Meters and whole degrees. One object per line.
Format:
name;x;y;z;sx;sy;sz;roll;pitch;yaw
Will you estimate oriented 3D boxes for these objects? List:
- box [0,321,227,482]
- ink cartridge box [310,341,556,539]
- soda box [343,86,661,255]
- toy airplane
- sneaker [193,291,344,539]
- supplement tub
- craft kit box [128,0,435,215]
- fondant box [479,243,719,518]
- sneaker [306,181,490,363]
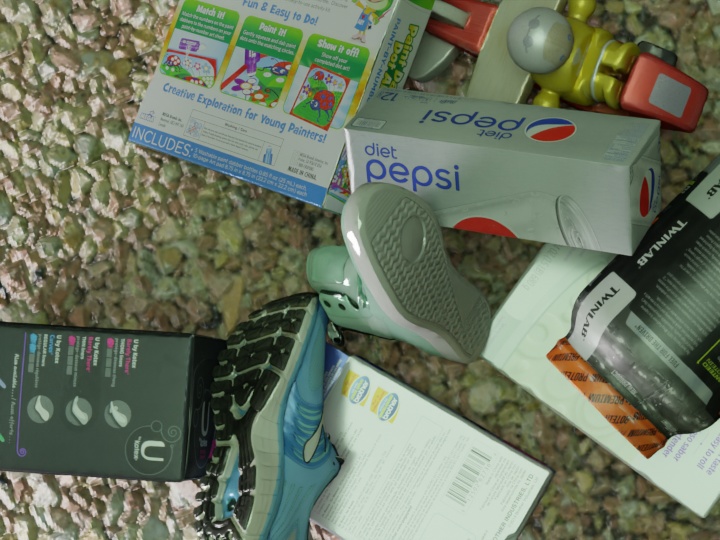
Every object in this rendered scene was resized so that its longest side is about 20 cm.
box;-0.203;0.092;1.431;0.199;0.122;0.106;3;87;10
ink cartridge box;0.025;0.144;1.432;0.200;0.042;0.120;30;92;8
soda box;0.092;-0.066;1.306;0.199;0.063;0.068;10;125;23
toy airplane;0.117;-0.157;1.383;0.199;0.141;0.200;-22;84;8
sneaker;-0.054;0.112;1.398;0.078;0.090;0.201;-7;63;45
supplement tub;0.224;0.019;1.307;0.200;0.123;0.123;-45;81;2
craft kit box;-0.054;-0.156;1.419;0.200;0.048;0.198;21;93;38
fondant box;0.199;0.055;1.399;0.200;0.058;0.144;36;93;9
sneaker;0.000;0.001;1.330;0.118;0.200;0.074;11;68;28
